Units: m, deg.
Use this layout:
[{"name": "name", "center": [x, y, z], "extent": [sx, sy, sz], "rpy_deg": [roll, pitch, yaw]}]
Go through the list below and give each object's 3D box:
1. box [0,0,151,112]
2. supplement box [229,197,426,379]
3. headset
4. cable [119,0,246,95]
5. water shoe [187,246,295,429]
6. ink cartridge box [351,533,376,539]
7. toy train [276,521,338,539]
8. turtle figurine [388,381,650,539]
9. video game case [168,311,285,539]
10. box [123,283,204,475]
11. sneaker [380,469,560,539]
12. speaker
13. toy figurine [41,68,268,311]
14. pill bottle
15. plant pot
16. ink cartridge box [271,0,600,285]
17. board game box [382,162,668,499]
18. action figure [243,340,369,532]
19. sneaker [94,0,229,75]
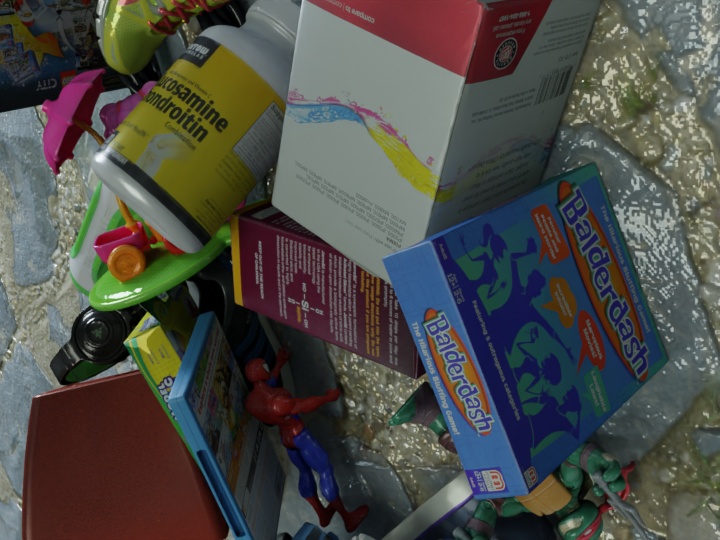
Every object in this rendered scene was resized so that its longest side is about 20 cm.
[{"name": "box", "center": [-0.289, -0.231, 0.852], "extent": [0.037, 0.199, 0.139], "rpy_deg": [17, 118, 35]}, {"name": "supplement box", "center": [0.000, 0.000, 0.741], "extent": [0.198, 0.110, 0.087], "rpy_deg": [19, 120, 37]}, {"name": "headset", "center": [-0.256, 0.076, 1.013], "extent": [0.199, 0.123, 0.095], "rpy_deg": [-39, 80, 24]}, {"name": "cable", "center": [-0.165, -0.202, 0.851], "extent": [0.162, 0.051, 0.203], "rpy_deg": [-5, 103, 40]}, {"name": "water shoe", "center": [-0.129, 0.073, 0.914], "extent": [0.071, 0.078, 0.203], "rpy_deg": [-8, 102, 45]}, {"name": "ink cartridge box", "center": [0.050, 0.317, 0.726], "extent": [0.198, 0.085, 0.147], "rpy_deg": [26, 129, -3]}, {"name": "toy train", "center": [-0.006, 0.321, 0.855], "extent": [0.200, 0.087, 0.114], "rpy_deg": [42, 164, -1]}, {"name": "turtle figurine", "center": [0.121, 0.154, 0.677], "extent": [0.200, 0.101, 0.150], "rpy_deg": [45, 114, 5]}, {"name": "video game case", "center": [-0.116, 0.157, 0.830], "extent": [0.018, 0.144, 0.202], "rpy_deg": [-15, 115, 9]}, {"name": "box", "center": [-0.168, 0.105, 0.908], "extent": [0.048, 0.117, 0.202], "rpy_deg": [-24, 104, 8]}, {"name": "sneaker", "center": [0.097, 0.262, 0.781], "extent": [0.147, 0.080, 0.201], "rpy_deg": [50, 134, 14]}, {"name": "speaker", "center": [-0.252, -0.053, 0.973], "extent": [0.089, 0.088, 0.201], "rpy_deg": [50, 133, 15]}, {"name": "toy figurine", "center": [-0.196, -0.093, 0.813], "extent": [0.150, 0.198, 0.186], "rpy_deg": [-116, 1, -68]}, {"name": "pill bottle", "center": [-0.112, -0.122, 0.730], "extent": [0.112, 0.201, 0.112], "rpy_deg": [38, 170, 7]}, {"name": "plant pot", "center": [-0.249, 0.199, 0.966], "extent": [0.200, 0.197, 0.179], "rpy_deg": [153, 105, -84]}, {"name": "ink cartridge box", "center": [0.045, -0.114, 0.625], "extent": [0.144, 0.144, 0.202], "rpy_deg": [33, 126, 29]}, {"name": "board game box", "center": [0.115, 0.029, 0.582], "extent": [0.045, 0.199, 0.154], "rpy_deg": [-19, 95, 44]}, {"name": "action figure", "center": [-0.047, 0.149, 0.890], "extent": [0.065, 0.099, 0.201], "rpy_deg": [-5, 126, 40]}, {"name": "sneaker", "center": [-0.150, -0.244, 0.773], "extent": [0.090, 0.078, 0.201], "rpy_deg": [40, 107, 13]}]
